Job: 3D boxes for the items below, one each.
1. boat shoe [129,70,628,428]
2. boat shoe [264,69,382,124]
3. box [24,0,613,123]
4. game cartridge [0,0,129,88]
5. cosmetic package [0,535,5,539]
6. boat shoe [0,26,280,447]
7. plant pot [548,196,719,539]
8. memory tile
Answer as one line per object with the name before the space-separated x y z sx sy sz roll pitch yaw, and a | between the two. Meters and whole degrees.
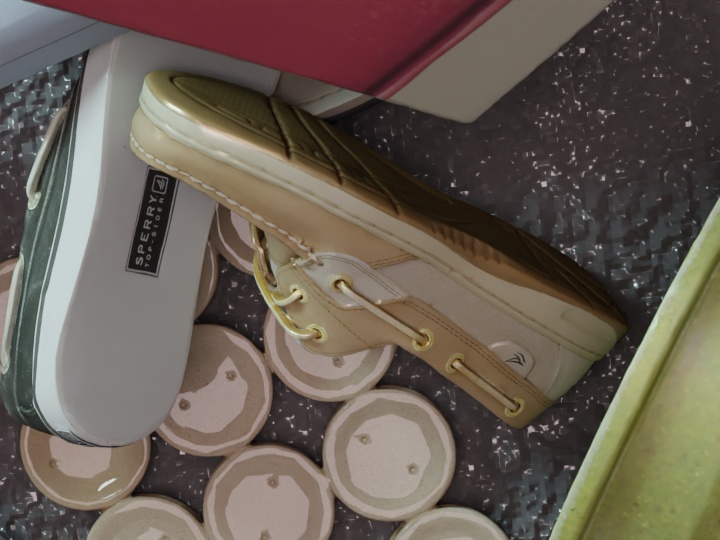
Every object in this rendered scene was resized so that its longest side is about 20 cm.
boat shoe | 0.000 0.000 0.807 0.200 0.074 0.069 28 105 -24
boat shoe | 0.041 -0.105 0.822 0.200 0.063 0.073 -35 57 25
box | -0.021 -0.141 0.699 0.109 0.200 0.128 -39 54 38
game cartridge | -0.123 -0.163 0.806 0.133 0.042 0.200 -21 66 7
cosmetic package | -0.168 0.217 0.811 0.167 0.166 0.200 43 101 2
boat shoe | -0.084 -0.039 0.823 0.071 0.064 0.200 22 81 -38
plant pot | 0.179 0.067 0.745 0.184 0.200 0.201 27 96 11
memory tile | -0.045 0.066 0.870 0.153 0.017 0.200 -26 92 6
